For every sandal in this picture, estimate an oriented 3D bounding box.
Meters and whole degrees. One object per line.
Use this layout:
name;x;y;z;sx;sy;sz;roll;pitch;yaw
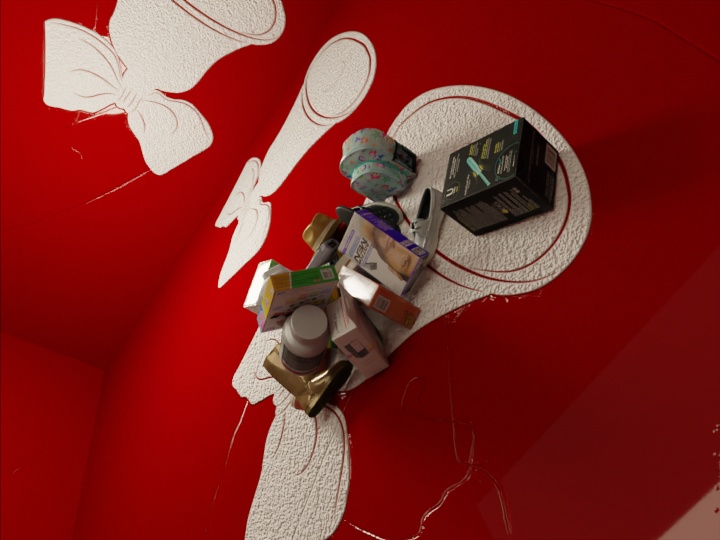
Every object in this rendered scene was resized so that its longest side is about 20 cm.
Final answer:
sandal;0.025;-0.135;1.456;0.197;0.076;0.048;22;57;21

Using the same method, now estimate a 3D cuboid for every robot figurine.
robot figurine;-0.197;0.081;1.450;0.112;0.171;0.201;-28;59;-10

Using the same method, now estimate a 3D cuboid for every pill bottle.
pill bottle;-0.127;0.158;1.224;0.201;0.108;0.113;111;171;-59

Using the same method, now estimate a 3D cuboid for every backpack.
backpack;0.040;-0.297;1.504;0.176;0.198;0.153;-21;48;47

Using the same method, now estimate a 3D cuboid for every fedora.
fedora;-0.124;-0.118;1.653;0.202;0.081;0.201;-56;2;3

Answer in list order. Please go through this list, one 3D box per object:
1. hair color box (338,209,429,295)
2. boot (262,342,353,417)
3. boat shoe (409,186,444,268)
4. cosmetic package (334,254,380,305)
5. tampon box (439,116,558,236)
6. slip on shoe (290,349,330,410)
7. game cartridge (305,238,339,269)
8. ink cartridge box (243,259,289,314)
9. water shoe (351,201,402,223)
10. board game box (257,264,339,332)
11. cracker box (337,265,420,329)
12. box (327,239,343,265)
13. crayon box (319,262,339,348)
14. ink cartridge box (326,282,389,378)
hair color box;0.052;-0.045;1.274;0.199;0.065;0.111;35;116;19
boot;-0.137;0.241;1.350;0.176;0.066;0.200;-47;58;-3
boat shoe;0.151;-0.107;1.296;0.070;0.071;0.205;-2;66;55
cosmetic package;0.000;0.000;1.412;0.201;0.102;0.088;-51;33;19
tampon box;0.284;-0.186;1.106;0.198;0.125;0.152;-18;49;51
slip on shoe;-0.115;0.273;1.403;0.060;0.074;0.203;14;69;27
game cartridge;-0.115;-0.022;1.514;0.135;0.041;0.200;-60;0;10
ink cartridge box;-0.228;0.081;1.597;0.083;0.198;0.148;-12;54;48
water shoe;0.043;-0.167;1.512;0.197;0.073;0.079;3;26;37
board game box;-0.146;0.067;1.212;0.041;0.150;0.201;67;151;25
cracker box;0.035;0.061;1.273;0.058;0.133;0.199;-60;29;-1
box;-0.054;-0.018;1.527;0.202;0.069;0.064;-56;6;8
crayon box;-0.091;0.093;1.349;0.125;0.051;0.204;-19;87;66
ink cartridge box;-0.016;0.136;1.212;0.066;0.201;0.118;-29;37;10
